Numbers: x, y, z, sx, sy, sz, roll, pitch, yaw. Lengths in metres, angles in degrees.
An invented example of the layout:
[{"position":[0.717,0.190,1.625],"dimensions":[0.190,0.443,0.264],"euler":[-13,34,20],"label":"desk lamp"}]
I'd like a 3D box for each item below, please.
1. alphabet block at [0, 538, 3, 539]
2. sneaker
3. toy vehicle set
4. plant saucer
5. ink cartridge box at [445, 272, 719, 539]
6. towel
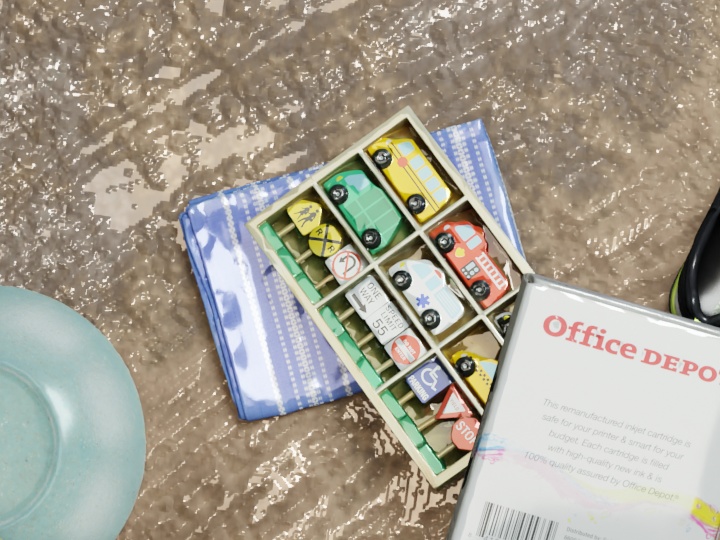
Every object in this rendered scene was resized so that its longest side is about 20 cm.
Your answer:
[{"position":[-0.262,0.270,1.549],"dimensions":[0.195,0.200,0.197],"euler":[32,104,6],"label":"alphabet block"},{"position":[0.247,-0.041,1.590],"dimensions":[0.072,0.083,0.200],"euler":[25,89,6],"label":"sneaker"},{"position":[0.038,0.017,1.606],"dimensions":[0.124,0.027,0.200],"euler":[-37,79,2],"label":"toy vehicle set"},{"position":[-0.234,0.108,1.654],"dimensions":[0.201,0.039,0.201],"euler":[0,86,6],"label":"plant saucer"},{"position":[0.136,0.116,1.532],"dimensions":[0.146,0.083,0.200],"euler":[17,95,1],"label":"ink cartridge box"},{"position":[0.000,0.000,1.644],"dimensions":[0.200,0.024,0.145],"euler":[-16,86,5],"label":"towel"}]
